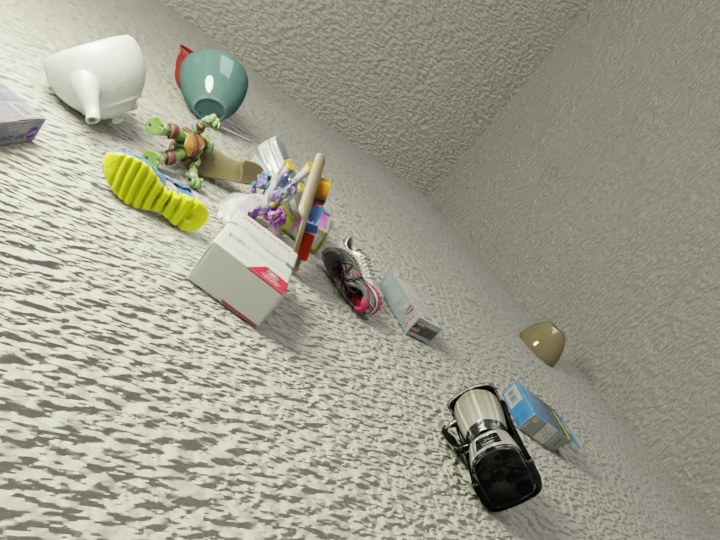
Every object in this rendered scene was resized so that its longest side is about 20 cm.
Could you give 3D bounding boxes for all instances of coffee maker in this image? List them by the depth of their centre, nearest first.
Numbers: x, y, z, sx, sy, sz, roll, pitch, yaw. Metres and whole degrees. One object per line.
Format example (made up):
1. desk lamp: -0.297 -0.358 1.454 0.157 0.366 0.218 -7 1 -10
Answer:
1. coffee maker: 0.264 0.342 1.068 0.191 0.135 0.201 37 17 -16

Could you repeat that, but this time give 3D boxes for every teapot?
1. teapot: -0.503 -0.364 1.109 0.199 0.196 0.148 -37 120 -38

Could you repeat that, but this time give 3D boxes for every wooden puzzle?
1. wooden puzzle: -0.104 -0.117 1.207 0.046 0.201 0.187 14 51 -2

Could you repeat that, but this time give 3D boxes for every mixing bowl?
1. mixing bowl: -0.505 -0.598 1.765 0.199 0.109 0.200 37 12 -9

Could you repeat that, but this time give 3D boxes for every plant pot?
1. plant pot: -0.430 -0.511 1.633 0.199 0.199 0.137 28 48 -39
2. plant pot: 0.815 0.301 2.463 0.200 0.135 0.201 38 16 -13

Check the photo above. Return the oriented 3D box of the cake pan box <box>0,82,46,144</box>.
1. cake pan box: -0.584 -0.254 0.801 0.184 0.052 0.200 41 16 -10

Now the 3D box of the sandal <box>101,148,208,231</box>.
1. sandal: -0.364 -0.145 0.996 0.200 0.079 0.087 39 10 -40

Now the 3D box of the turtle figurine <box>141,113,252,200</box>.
1. turtle figurine: -0.343 -0.253 1.181 0.201 0.144 0.193 52 28 13

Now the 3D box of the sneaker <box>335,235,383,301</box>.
1. sneaker: 0.000 0.000 1.447 0.200 0.081 0.076 50 16 22

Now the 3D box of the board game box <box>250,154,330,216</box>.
1. board game box: -0.206 -0.234 1.644 0.201 0.041 0.199 51 19 30

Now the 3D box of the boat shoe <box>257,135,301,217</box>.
1. boat shoe: -0.191 -0.217 1.353 0.073 0.065 0.203 6 64 -73

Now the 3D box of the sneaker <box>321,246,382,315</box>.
1. sneaker: -0.027 0.018 1.334 0.200 0.081 0.074 49 20 23

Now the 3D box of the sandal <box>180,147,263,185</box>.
1. sandal: -0.337 -0.243 1.336 0.209 0.079 0.069 15 -13 -21

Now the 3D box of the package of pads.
1. package of pads: -0.168 -0.143 1.444 0.199 0.068 0.155 36 17 -10

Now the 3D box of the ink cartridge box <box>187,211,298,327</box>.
1. ink cartridge box: -0.199 -0.010 0.997 0.145 0.084 0.200 37 16 -12

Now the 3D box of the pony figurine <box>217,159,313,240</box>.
1. pony figurine: -0.198 -0.148 1.234 0.166 0.199 0.194 42 30 -21

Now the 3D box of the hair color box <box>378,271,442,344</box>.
1. hair color box: 0.131 0.099 1.527 0.098 0.061 0.201 28 20 -37

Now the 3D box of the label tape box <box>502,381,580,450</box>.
1. label tape box: 0.496 0.414 1.553 0.199 0.066 0.144 38 16 -21
